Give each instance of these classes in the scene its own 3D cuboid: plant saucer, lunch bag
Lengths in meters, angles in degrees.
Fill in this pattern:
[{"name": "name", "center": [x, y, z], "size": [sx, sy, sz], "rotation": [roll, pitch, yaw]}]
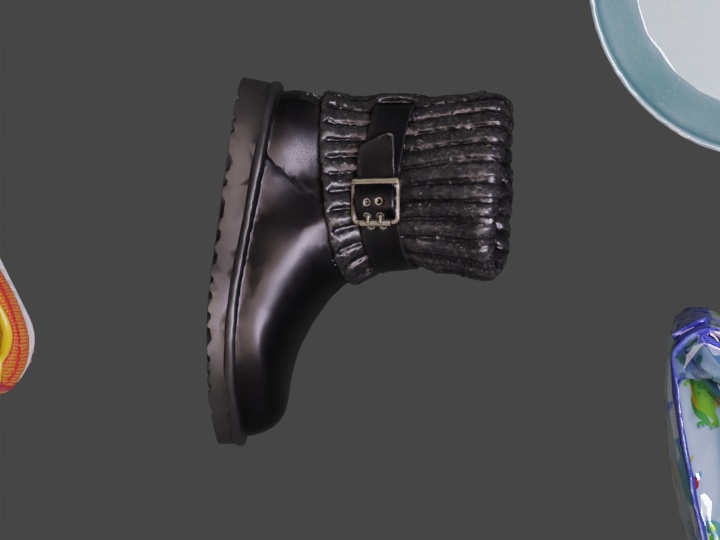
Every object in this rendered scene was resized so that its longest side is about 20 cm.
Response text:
[{"name": "plant saucer", "center": [0.223, -0.161, 1.575], "size": [0.200, 0.036, 0.200], "rotation": [0, 94, 3]}, {"name": "lunch bag", "center": [0.220, 0.111, 1.528], "size": [0.127, 0.170, 0.200], "rotation": [-30, 90, 6]}]

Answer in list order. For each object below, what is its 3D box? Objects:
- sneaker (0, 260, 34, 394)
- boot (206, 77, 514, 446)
[{"name": "sneaker", "center": [-0.241, -0.023, 1.596], "size": [0.073, 0.077, 0.200], "rotation": [-33, 90, 7]}, {"name": "boot", "center": [0.000, -0.001, 1.579], "size": [0.158, 0.079, 0.211], "rotation": [8, 94, 3]}]
